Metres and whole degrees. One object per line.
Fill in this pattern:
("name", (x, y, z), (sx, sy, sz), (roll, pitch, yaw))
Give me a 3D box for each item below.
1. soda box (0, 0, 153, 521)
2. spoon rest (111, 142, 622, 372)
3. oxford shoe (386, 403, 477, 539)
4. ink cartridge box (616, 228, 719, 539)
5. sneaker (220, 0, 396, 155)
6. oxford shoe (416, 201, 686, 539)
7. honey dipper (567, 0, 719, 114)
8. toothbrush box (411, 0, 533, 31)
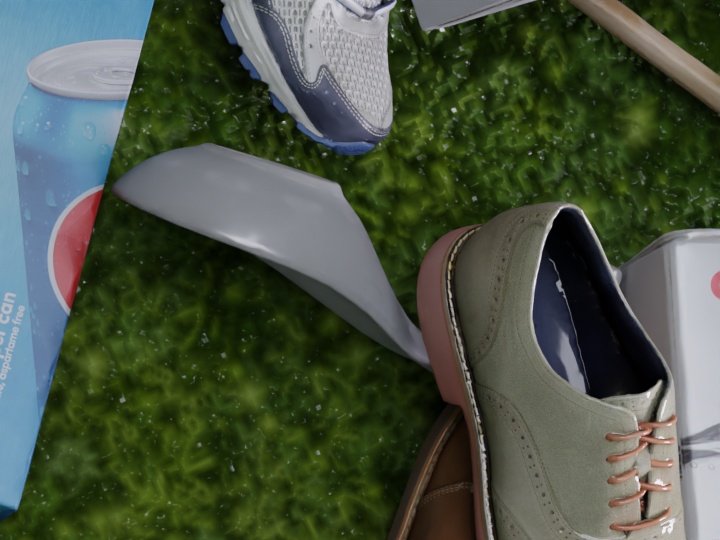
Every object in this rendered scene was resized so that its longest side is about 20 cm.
("soda box", (-0.134, -0.014, 1.040), (0.068, 0.064, 0.200), (16, 77, -12))
("spoon rest", (0.000, 0.000, 1.066), (0.200, 0.099, 0.061), (15, 94, -25))
("oxford shoe", (0.048, 0.107, 1.054), (0.071, 0.071, 0.200), (43, 74, -35))
("ink cartridge box", (0.177, 0.088, 1.095), (0.145, 0.083, 0.200), (-1, 80, -15))
("sneaker", (-0.010, -0.145, 1.071), (0.085, 0.077, 0.200), (-14, 84, 28))
("oxford shoe", (0.081, 0.072, 1.003), (0.071, 0.074, 0.200), (-21, 86, -35))
("honey dipper", (0.112, -0.092, 1.138), (0.200, 0.038, 0.038), (36, 73, -2))
("toothbrush box", (0.061, -0.202, 1.047), (0.146, 0.085, 0.200), (-20, 93, -52))
